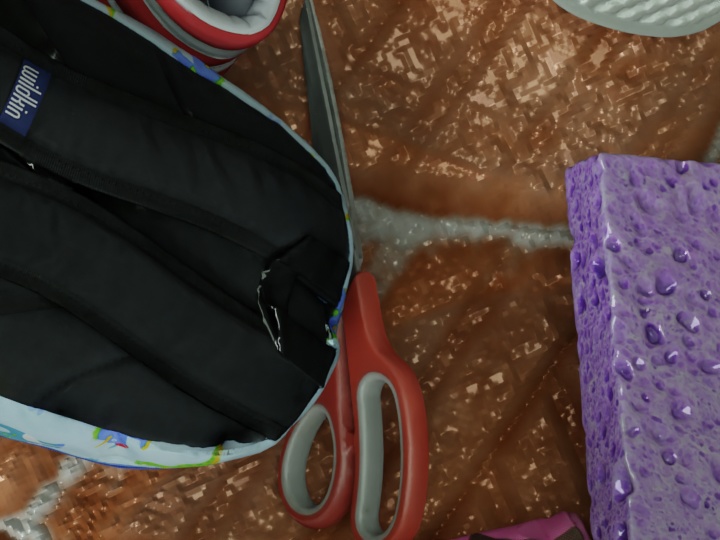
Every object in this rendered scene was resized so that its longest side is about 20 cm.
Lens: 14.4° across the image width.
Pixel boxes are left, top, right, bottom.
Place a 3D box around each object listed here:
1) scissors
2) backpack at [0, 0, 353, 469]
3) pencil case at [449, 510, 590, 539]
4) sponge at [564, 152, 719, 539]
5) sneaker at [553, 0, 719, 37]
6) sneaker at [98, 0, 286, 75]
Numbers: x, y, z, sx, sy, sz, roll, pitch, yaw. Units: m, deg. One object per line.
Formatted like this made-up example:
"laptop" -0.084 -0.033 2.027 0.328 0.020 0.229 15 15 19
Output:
"scissors" 0.000 0.000 1.015 0.014 0.073 0.201 6 85 -40
"backpack" -0.099 -0.012 0.951 0.199 0.154 0.164 18 72 -12
"pencil case" -0.005 0.153 0.995 0.199 0.091 0.094 -16 108 -4
"sponge" 0.130 0.059 0.989 0.111 0.030 0.201 5 73 -26
"sneaker" 0.054 -0.161 1.012 0.200 0.105 0.075 22 124 -28
"sneaker" -0.090 -0.155 0.975 0.071 0.112 0.200 -33 98 -27
